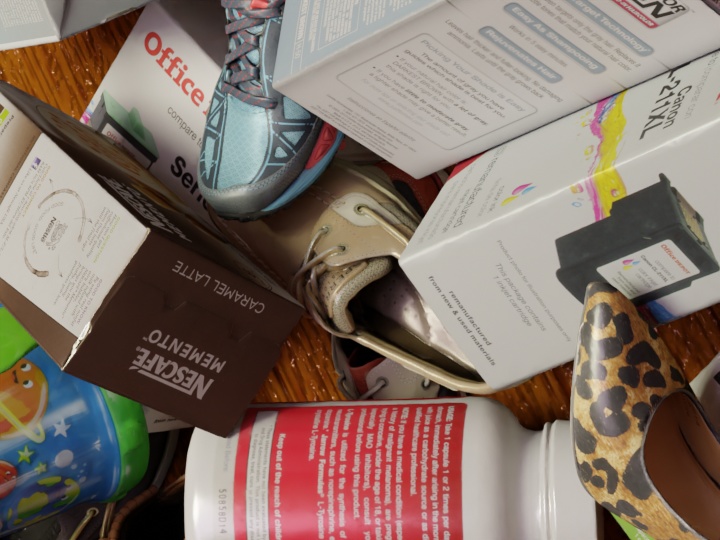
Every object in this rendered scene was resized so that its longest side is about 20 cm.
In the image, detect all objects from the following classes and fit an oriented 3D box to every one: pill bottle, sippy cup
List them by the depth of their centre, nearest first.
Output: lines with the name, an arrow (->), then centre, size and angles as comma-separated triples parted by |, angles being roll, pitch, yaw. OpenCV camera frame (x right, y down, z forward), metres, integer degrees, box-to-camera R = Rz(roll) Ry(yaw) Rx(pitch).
pill bottle -> 0.020, 0.119, 1.115 | 0.199, 0.112, 0.113 | -2, 92, 9
sippy cup -> -0.206, 0.089, 1.218 | 0.139, 0.130, 0.178 | 21, 131, 46

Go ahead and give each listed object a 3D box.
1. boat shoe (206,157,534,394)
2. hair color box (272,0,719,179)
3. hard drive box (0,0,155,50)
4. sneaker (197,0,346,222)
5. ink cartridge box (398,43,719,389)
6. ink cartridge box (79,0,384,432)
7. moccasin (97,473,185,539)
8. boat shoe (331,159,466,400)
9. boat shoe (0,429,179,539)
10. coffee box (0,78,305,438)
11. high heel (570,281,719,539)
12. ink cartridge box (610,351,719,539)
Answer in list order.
boat shoe -> 0.000, 0.000, 1.109 | 0.200, 0.065, 0.072 | 31, 115, 18
hair color box -> 0.064, -0.116, 1.003 | 0.200, 0.099, 0.061 | -22, 50, 42
hard drive box -> -0.156, -0.177, 1.200 | 0.200, 0.156, 0.077 | 2, 116, 56
sneaker -> -0.048, -0.125, 1.099 | 0.079, 0.095, 0.200 | 9, 76, 35
ink cartridge box -> 0.136, -0.046, 1.017 | 0.200, 0.146, 0.083 | -25, 111, 36
ink cartridge box -> -0.095, -0.032, 1.248 | 0.145, 0.084, 0.200 | 47, 118, 26
moccasin -> -0.116, 0.156, 1.266 | 0.201, 0.078, 0.074 | -26, 49, 50
boat shoe -> 0.015, 0.041, 1.182 | 0.071, 0.063, 0.201 | 6, 99, 36
boat shoe -> -0.176, 0.133, 1.339 | 0.072, 0.061, 0.201 | 48, 120, 26
coffee box -> -0.133, -0.012, 1.116 | 0.080, 0.114, 0.200 | -57, 43, 6
high heel -> 0.169, 0.094, 0.948 | 0.142, 0.071, 0.200 | -1, 115, 44
ink cartridge box -> 0.224, 0.085, 1.010 | 0.148, 0.076, 0.200 | 53, 123, 22
